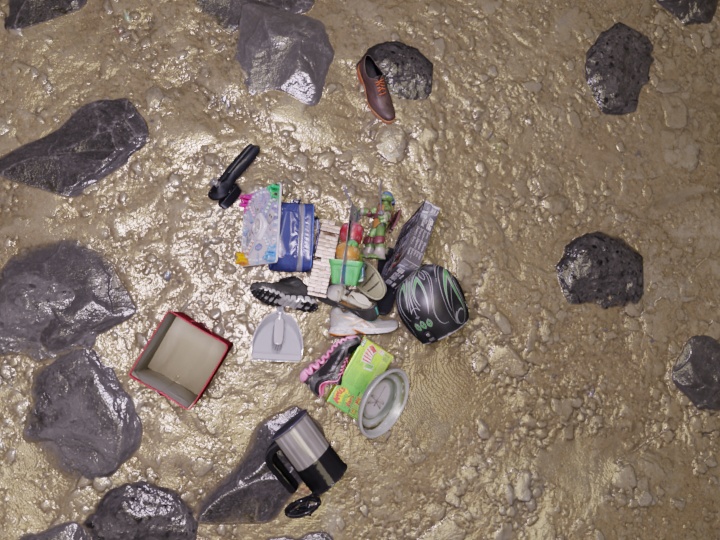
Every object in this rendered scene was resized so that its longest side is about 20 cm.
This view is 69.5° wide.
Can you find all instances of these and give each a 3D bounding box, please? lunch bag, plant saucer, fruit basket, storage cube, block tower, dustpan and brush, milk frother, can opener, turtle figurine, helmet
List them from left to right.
[{"bbox_3d":[-0.439,0.219,1.309,0.170,0.180,0.202,31,80,-5],"label":"storage cube"},{"bbox_3d":[-0.349,-0.270,1.436,0.063,0.079,0.202,22,76,32],"label":"can opener"},{"bbox_3d":[-0.221,0.142,1.409,0.137,0.058,0.202,5,55,-11],"label":"dustpan and brush"},{"bbox_3d":[-0.177,-0.095,1.400,0.130,0.136,0.203,4,86,-12],"label":"lunch bag"},{"bbox_3d":[-0.153,0.495,1.322,0.180,0.200,0.189,-38,91,-6],"label":"milk frother"},{"bbox_3d":[-0.096,-0.031,1.385,0.053,0.058,0.203,11,84,0],"label":"block tower"},{"bbox_3d":[-0.019,-0.059,1.313,0.092,0.185,0.203,12,89,5],"label":"fruit basket"},{"bbox_3d":[0.021,-0.135,1.438,0.142,0.199,0.197,7,87,26],"label":"turtle figurine"},{"bbox_3d":[0.053,0.351,1.408,0.199,0.050,0.203,-24,124,-39],"label":"plant saucer"},{"bbox_3d":[0.189,0.082,1.416,0.198,0.200,0.193,-27,91,-10],"label":"helmet"}]

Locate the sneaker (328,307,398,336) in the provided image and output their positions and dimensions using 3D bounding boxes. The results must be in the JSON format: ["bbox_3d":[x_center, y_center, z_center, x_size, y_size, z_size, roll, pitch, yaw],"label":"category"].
[{"bbox_3d":[0.010,0.135,1.446,0.197,0.076,0.094,0,81,-10],"label":"sneaker"}]

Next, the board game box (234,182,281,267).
[{"bbox_3d":[-0.272,-0.116,1.362,0.026,0.199,0.203,6,83,-38],"label":"board game box"}]

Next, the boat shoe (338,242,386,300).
[{"bbox_3d":[0.000,0.000,1.434,0.075,0.068,0.200,-45,78,7],"label":"boat shoe"}]

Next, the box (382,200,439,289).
[{"bbox_3d":[0.135,-0.069,1.409,0.049,0.158,0.202,28,60,-8],"label":"box"}]

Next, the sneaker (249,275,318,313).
[{"bbox_3d":[-0.206,0.052,1.402,0.198,0.066,0.092,16,51,-29],"label":"sneaker"}]

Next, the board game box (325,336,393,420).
[{"bbox_3d":[-0.003,0.297,1.440,0.101,0.048,0.202,32,81,-5],"label":"board game box"}]

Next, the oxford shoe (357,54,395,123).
[{"bbox_3d":[0.048,-0.525,1.508,0.071,0.073,0.202,-28,90,-11],"label":"oxford shoe"}]

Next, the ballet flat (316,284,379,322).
[{"bbox_3d":[-0.035,0.072,1.410,0.198,0.069,0.068,20,51,18],"label":"ballet flat"}]

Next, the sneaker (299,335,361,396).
[{"bbox_3d":[-0.066,0.261,1.402,0.200,0.079,0.096,-41,66,1],"label":"sneaker"}]

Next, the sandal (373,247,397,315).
[{"bbox_3d":[0.082,0.027,1.462,0.075,0.043,0.203,13,67,-10],"label":"sandal"}]
